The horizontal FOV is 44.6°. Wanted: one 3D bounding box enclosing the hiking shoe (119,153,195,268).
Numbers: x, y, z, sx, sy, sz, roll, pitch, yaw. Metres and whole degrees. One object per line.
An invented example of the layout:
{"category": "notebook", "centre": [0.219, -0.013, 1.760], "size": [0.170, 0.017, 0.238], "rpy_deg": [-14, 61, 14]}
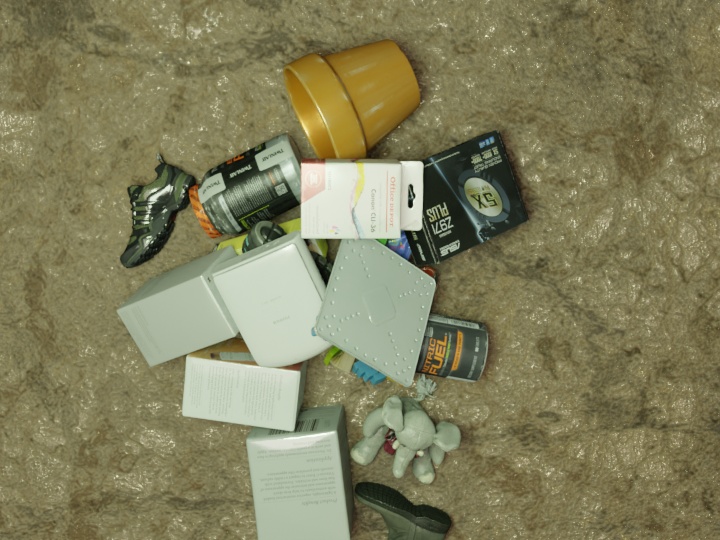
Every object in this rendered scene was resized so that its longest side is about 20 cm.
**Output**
{"category": "hiking shoe", "centre": [-0.379, -0.102, 1.564], "size": [0.100, 0.076, 0.202], "rpy_deg": [34, 89, 6]}

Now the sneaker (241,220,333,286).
{"category": "sneaker", "centre": [-0.115, -0.003, 1.490], "size": [0.199, 0.076, 0.079], "rpy_deg": [41, 133, -13]}

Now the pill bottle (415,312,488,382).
{"category": "pill bottle", "centre": [0.116, 0.128, 1.537], "size": [0.195, 0.106, 0.109], "rpy_deg": [10, 98, -8]}

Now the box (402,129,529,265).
{"category": "box", "centre": [0.163, -0.122, 1.487], "size": [0.197, 0.086, 0.167], "rpy_deg": [-23, 97, -20]}

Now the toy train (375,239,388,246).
{"category": "toy train", "centre": [0.000, 0.000, 1.530], "size": [0.055, 0.042, 0.202], "rpy_deg": [16, 130, -7]}

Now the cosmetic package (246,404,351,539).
{"category": "cosmetic package", "centre": [-0.101, 0.364, 1.561], "size": [0.160, 0.165, 0.205], "rpy_deg": [-5, 97, 4]}

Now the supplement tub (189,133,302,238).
{"category": "supplement tub", "centre": [-0.188, -0.141, 1.518], "size": [0.197, 0.123, 0.125], "rpy_deg": [-25, 96, 5]}

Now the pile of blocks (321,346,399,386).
{"category": "pile of blocks", "centre": [-0.008, 0.166, 1.578], "size": [0.197, 0.062, 0.083], "rpy_deg": [29, 56, 1]}

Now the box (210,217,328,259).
{"category": "box", "centre": [-0.160, -0.032, 1.538], "size": [0.196, 0.051, 0.076], "rpy_deg": [-16, 120, 17]}

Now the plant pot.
{"category": "plant pot", "centre": [-0.005, -0.287, 1.467], "size": [0.181, 0.200, 0.203], "rpy_deg": [-28, 96, -9]}

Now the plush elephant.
{"category": "plush elephant", "centre": [0.086, 0.293, 1.547], "size": [0.162, 0.155, 0.204], "rpy_deg": [23, 99, -1]}

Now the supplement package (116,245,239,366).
{"category": "supplement package", "centre": [-0.292, 0.062, 1.510], "size": [0.197, 0.122, 0.121], "rpy_deg": [-20, 108, 28]}

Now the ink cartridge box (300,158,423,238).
{"category": "ink cartridge box", "centre": [0.004, -0.113, 1.376], "size": [0.195, 0.068, 0.120], "rpy_deg": [-1, 102, -3]}

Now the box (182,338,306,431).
{"category": "box", "centre": [-0.198, 0.194, 1.548], "size": [0.195, 0.152, 0.109], "rpy_deg": [7, 100, 1]}

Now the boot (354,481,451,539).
{"category": "boot", "centre": [0.062, 0.485, 1.624], "size": [0.196, 0.068, 0.133], "rpy_deg": [23, 104, 1]}

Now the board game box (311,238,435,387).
{"category": "board game box", "centre": [0.024, 0.059, 1.430], "size": [0.198, 0.026, 0.204], "rpy_deg": [32, 59, -25]}

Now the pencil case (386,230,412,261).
{"category": "pencil case", "centre": [0.012, -0.086, 1.539], "size": [0.197, 0.078, 0.088], "rpy_deg": [27, 97, -2]}

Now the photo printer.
{"category": "photo printer", "centre": [-0.129, 0.057, 1.425], "size": [0.163, 0.070, 0.203], "rpy_deg": [-21, 110, 12]}

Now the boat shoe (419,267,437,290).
{"category": "boat shoe", "centre": [0.055, 0.032, 1.518], "size": [0.197, 0.071, 0.064], "rpy_deg": [-22, 125, -28]}
